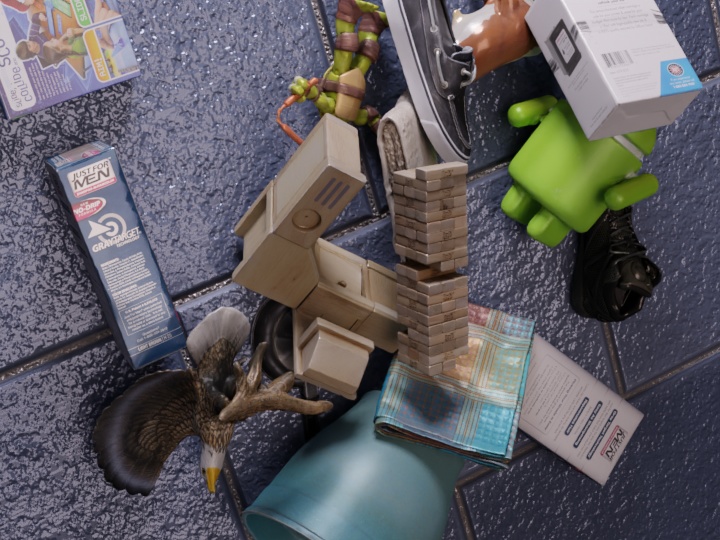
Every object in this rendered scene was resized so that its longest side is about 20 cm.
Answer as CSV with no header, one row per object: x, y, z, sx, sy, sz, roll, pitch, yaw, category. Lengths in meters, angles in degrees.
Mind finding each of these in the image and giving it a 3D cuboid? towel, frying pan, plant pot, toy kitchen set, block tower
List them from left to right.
-0.070,0.108,1.236,0.113,0.031,0.193,13,91,-24,frying pan
0.000,0.000,1.129,0.198,0.165,0.181,25,127,-26,toy kitchen set
0.008,0.238,1.209,0.200,0.199,0.189,47,64,-23,plant pot
0.057,-0.081,1.199,0.034,0.133,0.203,-4,112,17,towel
0.069,-0.006,1.127,0.053,0.058,0.203,-13,111,-35,block tower
0.103,0.107,1.211,0.144,0.201,0.022,15,136,6,towel

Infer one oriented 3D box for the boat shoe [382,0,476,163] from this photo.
0.085,-0.204,1.166,0.067,0.072,0.203,-15,104,22,boat shoe

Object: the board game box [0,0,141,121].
-0.298,-0.256,1.064,0.134,0.034,0.203,-21,107,-18,board game box

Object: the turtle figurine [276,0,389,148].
-0.008,-0.189,1.189,0.198,0.064,0.164,14,94,-45,turtle figurine

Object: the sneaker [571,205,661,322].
0.299,-0.037,1.325,0.075,0.114,0.203,1,97,-25,sneaker

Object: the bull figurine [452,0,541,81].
0.134,-0.262,1.238,0.199,0.065,0.123,-33,109,-16,bull figurine

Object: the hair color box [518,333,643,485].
0.227,0.156,1.346,0.199,0.060,0.101,35,84,-24,hair color box

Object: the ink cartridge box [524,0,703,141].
0.252,-0.242,1.195,0.114,0.067,0.202,-12,67,-25,ink cartridge box

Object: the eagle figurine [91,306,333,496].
-0.152,0.142,1.112,0.152,0.199,0.152,43,54,-21,eagle figurine

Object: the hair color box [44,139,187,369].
-0.233,-0.017,1.100,0.060,0.100,0.203,-23,108,-16,hair color box

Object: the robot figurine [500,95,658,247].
0.242,-0.124,1.267,0.201,0.176,0.115,-51,150,11,robot figurine
